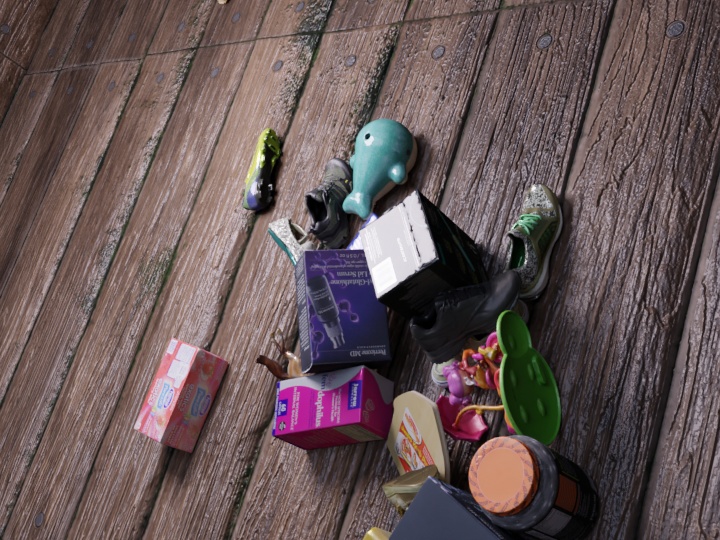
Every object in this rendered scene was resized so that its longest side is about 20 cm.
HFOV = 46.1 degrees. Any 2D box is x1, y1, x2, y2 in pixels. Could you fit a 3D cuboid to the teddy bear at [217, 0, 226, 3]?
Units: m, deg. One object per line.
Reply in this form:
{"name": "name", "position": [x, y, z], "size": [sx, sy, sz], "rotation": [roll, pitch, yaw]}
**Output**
{"name": "teddy bear", "position": [-0.342, -0.825, 2.321], "size": [0.144, 0.066, 0.203], "rotation": [32, 96, 54]}

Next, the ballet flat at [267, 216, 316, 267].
{"name": "ballet flat", "position": [-0.129, -0.049, 1.731], "size": [0.072, 0.071, 0.201], "rotation": [-47, 47, 9]}

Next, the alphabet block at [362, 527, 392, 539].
{"name": "alphabet block", "position": [0.074, 0.512, 1.180], "size": [0.199, 0.195, 0.198], "rotation": [33, 88, 45]}

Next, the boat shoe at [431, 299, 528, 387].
{"name": "boat shoe", "position": [0.185, 0.111, 1.384], "size": [0.200, 0.062, 0.072], "rotation": [-44, 47, 13]}

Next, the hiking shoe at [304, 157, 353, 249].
{"name": "hiking shoe", "position": [-0.063, -0.150, 1.701], "size": [0.075, 0.100, 0.204], "rotation": [-15, 59, 32]}

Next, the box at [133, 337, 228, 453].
{"name": "box", "position": [-0.368, 0.257, 1.747], "size": [0.101, 0.094, 0.204], "rotation": [11, 75, 42]}

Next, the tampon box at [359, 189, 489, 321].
{"name": "tampon box", "position": [0.114, -0.003, 1.407], "size": [0.125, 0.199, 0.152], "rotation": [-32, 49, 22]}

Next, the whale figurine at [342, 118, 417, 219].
{"name": "whale figurine", "position": [0.024, -0.204, 1.653], "size": [0.158, 0.103, 0.203], "rotation": [25, 83, 44]}

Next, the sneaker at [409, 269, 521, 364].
{"name": "sneaker", "position": [0.162, 0.061, 1.319], "size": [0.199, 0.091, 0.076], "rotation": [-40, 23, 13]}

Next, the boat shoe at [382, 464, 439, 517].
{"name": "boat shoe", "position": [0.082, 0.336, 1.262], "size": [0.072, 0.201, 0.064], "rotation": [-21, 79, -19]}

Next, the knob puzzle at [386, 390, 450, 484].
{"name": "knob puzzle", "position": [0.102, 0.277, 1.324], "size": [0.219, 0.030, 0.225], "rotation": [172, 90, -69]}

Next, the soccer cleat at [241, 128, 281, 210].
{"name": "soccer cleat", "position": [-0.230, -0.229, 1.908], "size": [0.082, 0.064, 0.205], "rotation": [-12, 61, 37]}

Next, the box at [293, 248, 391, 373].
{"name": "box", "position": [-0.033, 0.072, 1.482], "size": [0.104, 0.144, 0.205], "rotation": [133, 132, -70]}

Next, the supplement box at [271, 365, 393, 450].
{"name": "supplement box", "position": [-0.048, 0.243, 1.484], "size": [0.197, 0.103, 0.103], "rotation": [-15, 58, 31]}

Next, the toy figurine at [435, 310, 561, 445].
{"name": "toy figurine", "position": [0.183, 0.183, 1.295], "size": [0.182, 0.149, 0.204], "rotation": [-23, 81, 41]}

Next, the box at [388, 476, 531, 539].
{"name": "box", "position": [0.161, 0.388, 1.165], "size": [0.148, 0.199, 0.108], "rotation": [34, 90, 44]}

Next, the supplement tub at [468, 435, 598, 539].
{"name": "supplement tub", "position": [0.234, 0.298, 1.151], "size": [0.121, 0.199, 0.125], "rotation": [-19, 56, 30]}

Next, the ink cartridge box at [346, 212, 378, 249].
{"name": "ink cartridge box", "position": [0.000, 0.000, 1.609], "size": [0.201, 0.044, 0.094], "rotation": [-53, 47, 4]}

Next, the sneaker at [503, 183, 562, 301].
{"name": "sneaker", "position": [0.275, -0.058, 1.380], "size": [0.076, 0.088, 0.204], "rotation": [-3, 66, 38]}

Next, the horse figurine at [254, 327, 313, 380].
{"name": "horse figurine", "position": [-0.100, 0.154, 1.589], "size": [0.198, 0.050, 0.135], "rotation": [-29, 88, 20]}
